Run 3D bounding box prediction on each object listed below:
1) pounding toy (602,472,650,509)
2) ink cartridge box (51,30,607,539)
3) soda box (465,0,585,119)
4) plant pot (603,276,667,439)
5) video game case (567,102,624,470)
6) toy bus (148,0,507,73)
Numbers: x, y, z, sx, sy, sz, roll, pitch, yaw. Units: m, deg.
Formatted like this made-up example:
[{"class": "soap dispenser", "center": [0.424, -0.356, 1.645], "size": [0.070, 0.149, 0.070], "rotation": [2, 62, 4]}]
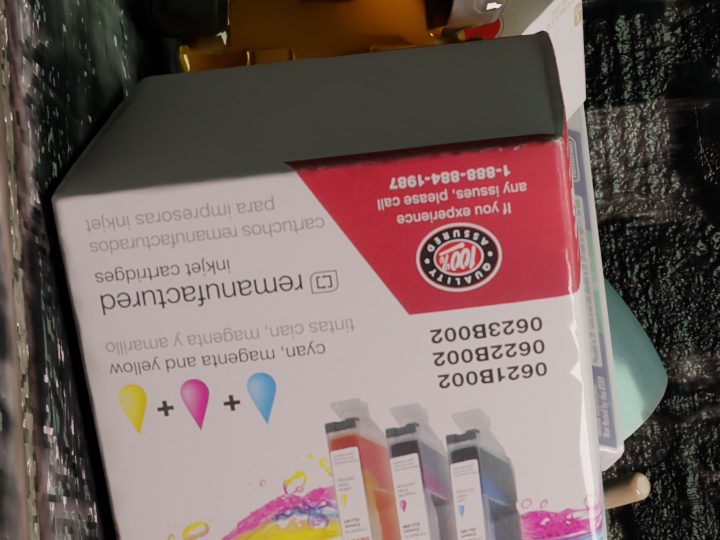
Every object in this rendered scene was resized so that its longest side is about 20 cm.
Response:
[{"class": "pounding toy", "center": [0.079, 0.174, 1.095], "size": [0.200, 0.183, 0.143], "rotation": [-64, 147, -81]}, {"class": "ink cartridge box", "center": [0.001, 0.044, 0.583], "size": [0.145, 0.144, 0.201], "rotation": [-82, 164, -70]}, {"class": "soda box", "center": [0.025, -0.057, 0.763], "size": [0.200, 0.063, 0.068], "rotation": [-48, 143, -42]}, {"class": "plant pot", "center": [0.047, 0.035, 0.993], "size": [0.200, 0.199, 0.135], "rotation": [-78, 143, -75]}, {"class": "video game case", "center": [0.025, -0.019, 0.810], "size": [0.023, 0.181, 0.201], "rotation": [128, -32, -49]}, {"class": "toy bus", "center": [-0.027, -0.155, 0.736], "size": [0.192, 0.135, 0.202], "rotation": [150, -63, -78]}]
